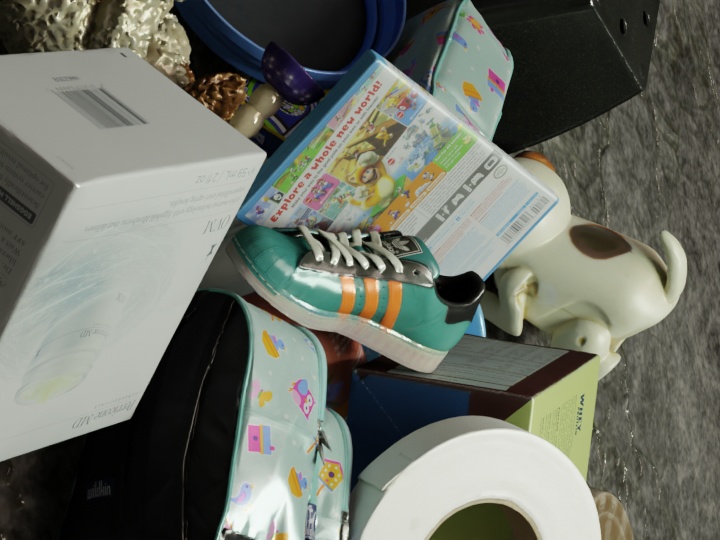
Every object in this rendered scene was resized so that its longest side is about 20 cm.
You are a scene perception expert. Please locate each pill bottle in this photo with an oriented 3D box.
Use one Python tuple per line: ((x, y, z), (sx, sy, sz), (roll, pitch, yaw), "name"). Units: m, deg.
((-0.071, 0.021, 1.570), (0.112, 0.112, 0.201), (-56, 132, -50), "pill bottle")

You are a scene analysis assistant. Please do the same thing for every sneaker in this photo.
((0.000, 0.000, 1.478), (0.200, 0.080, 0.071), (23, 23, -40), "sneaker")

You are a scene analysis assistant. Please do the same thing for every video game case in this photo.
((0.026, -0.047, 1.512), (0.200, 0.143, 0.018), (34, 15, -38), "video game case")

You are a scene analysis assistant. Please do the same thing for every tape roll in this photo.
((0.069, 0.197, 1.462), (0.202, 0.037, 0.204), (-7, 104, -28), "tape roll")

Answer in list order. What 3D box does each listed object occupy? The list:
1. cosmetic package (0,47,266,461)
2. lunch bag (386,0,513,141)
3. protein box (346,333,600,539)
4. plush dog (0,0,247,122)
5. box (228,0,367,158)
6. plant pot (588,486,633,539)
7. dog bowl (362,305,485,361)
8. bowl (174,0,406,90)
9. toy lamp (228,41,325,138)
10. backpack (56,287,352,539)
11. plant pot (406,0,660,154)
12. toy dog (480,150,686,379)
((-0.185, -0.008, 1.258), (0.199, 0.123, 0.201), (-16, 139, -61), "cosmetic package")
((0.027, -0.108, 1.628), (0.077, 0.160, 0.200), (48, 31, -19), "lunch bag")
((0.078, 0.161, 1.616), (0.200, 0.134, 0.200), (-19, 116, -69), "protein box")
((-0.162, -0.139, 1.403), (0.160, 0.200, 0.172), (-43, 116, -16), "plush dog")
((-0.053, -0.154, 1.658), (0.064, 0.070, 0.201), (31, 48, -11), "box")
((0.127, 0.246, 1.833), (0.200, 0.173, 0.201), (16, 72, -59), "plant pot")
((0.046, 0.054, 1.845), (0.200, 0.049, 0.112), (4, 82, -62), "dog bowl")
((-0.059, -0.219, 1.617), (0.200, 0.039, 0.201), (19, 52, -26), "bowl")
((-0.109, -0.062, 1.469), (0.200, 0.058, 0.058), (-45, 138, -2), "toy lamp")
((-0.095, 0.118, 1.424), (0.153, 0.175, 0.201), (18, 67, -41), "backpack")
((0.159, -0.238, 1.977), (0.200, 0.177, 0.201), (50, 44, -45), "plant pot")
((0.172, -0.007, 1.968), (0.200, 0.194, 0.140), (45, 51, -2), "toy dog")
